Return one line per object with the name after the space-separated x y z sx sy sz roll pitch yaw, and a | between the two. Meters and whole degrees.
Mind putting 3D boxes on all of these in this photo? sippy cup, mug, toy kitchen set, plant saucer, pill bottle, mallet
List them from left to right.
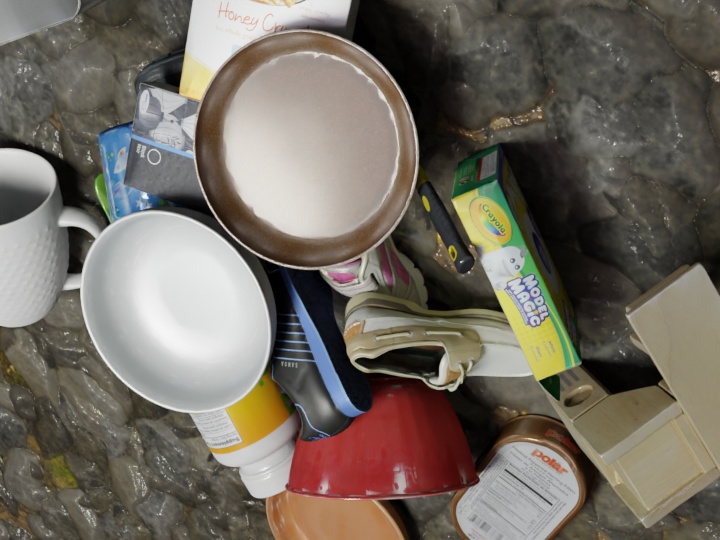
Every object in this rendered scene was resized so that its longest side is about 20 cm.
-0.388 -0.027 1.232 0.196 0.149 0.177 0 132 -3 | mug
-0.204 -0.091 1.077 0.174 0.140 0.133 -14 102 9 | sippy cup
-0.127 0.135 1.123 0.110 0.111 0.202 -15 109 38 | pill bottle
-0.045 -0.103 0.901 0.196 0.032 0.204 3 106 11 | plant saucer
-0.022 0.309 1.265 0.197 0.037 0.203 16 126 23 | plant saucer
0.049 -0.069 0.910 0.066 0.040 0.202 -60 39 45 | mallet
0.258 0.068 0.912 0.198 0.181 0.164 -35 104 1 | toy kitchen set

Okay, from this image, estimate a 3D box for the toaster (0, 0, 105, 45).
-0.274 -0.296 0.950 0.197 0.181 0.120 -7 116 34 | toaster

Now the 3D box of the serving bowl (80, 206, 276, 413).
-0.164 0.030 0.998 0.196 0.066 0.204 7 114 16 | serving bowl

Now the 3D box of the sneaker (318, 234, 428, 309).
0.000 0.000 1.022 0.080 0.088 0.203 -8 114 35 | sneaker

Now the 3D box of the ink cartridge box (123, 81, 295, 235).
-0.118 -0.098 0.963 0.197 0.039 0.101 18 106 14 | ink cartridge box

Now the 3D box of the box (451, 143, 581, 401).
0.141 0.002 0.911 0.048 0.118 0.203 -21 107 16 | box

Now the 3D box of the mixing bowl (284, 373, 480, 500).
0.020 0.161 1.066 0.197 0.199 0.111 -5 85 34 | mixing bowl

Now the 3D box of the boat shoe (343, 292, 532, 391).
0.080 0.078 0.988 0.196 0.069 0.075 8 136 -5 | boat shoe

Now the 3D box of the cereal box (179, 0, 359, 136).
-0.072 -0.233 0.907 0.141 0.040 0.204 16 111 10 | cereal box

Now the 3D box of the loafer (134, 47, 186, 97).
-0.136 -0.180 1.005 0.197 0.068 0.072 -8 94 32 | loafer

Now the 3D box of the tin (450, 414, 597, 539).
0.166 0.233 1.097 0.111 0.042 0.201 33 131 5 | tin

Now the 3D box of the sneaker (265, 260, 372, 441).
-0.060 0.063 1.005 0.077 0.070 0.203 -35 63 25 | sneaker
